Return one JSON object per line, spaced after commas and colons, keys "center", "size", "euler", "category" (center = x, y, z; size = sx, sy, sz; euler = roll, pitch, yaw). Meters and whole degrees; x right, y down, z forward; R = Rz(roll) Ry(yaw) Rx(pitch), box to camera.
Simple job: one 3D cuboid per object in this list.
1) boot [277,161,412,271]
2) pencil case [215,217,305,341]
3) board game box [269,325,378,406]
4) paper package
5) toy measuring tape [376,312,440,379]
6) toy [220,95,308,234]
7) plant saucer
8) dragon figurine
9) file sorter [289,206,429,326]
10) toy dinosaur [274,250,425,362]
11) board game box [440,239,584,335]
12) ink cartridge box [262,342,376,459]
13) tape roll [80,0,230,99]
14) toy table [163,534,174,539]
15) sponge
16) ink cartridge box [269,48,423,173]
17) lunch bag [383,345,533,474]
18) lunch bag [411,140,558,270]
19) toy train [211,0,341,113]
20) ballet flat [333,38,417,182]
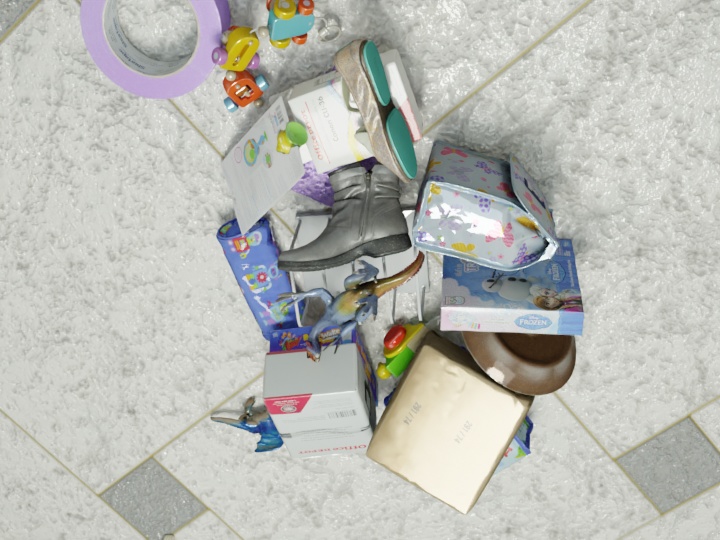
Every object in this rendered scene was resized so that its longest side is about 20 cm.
{"center": [-0.030, -0.075, 1.466], "size": [0.196, 0.070, 0.134], "euler": [-12, 88, -5], "category": "boot"}
{"center": [-0.148, 0.007, 1.616], "size": [0.086, 0.078, 0.203], "euler": [-24, 115, -5], "category": "pencil case"}
{"center": [-0.054, 0.157, 1.656], "size": [0.132, 0.045, 0.201], "euler": [-7, 145, 9], "category": "board game box"}
{"center": [0.133, 0.224, 1.567], "size": [0.188, 0.103, 0.203], "euler": [29, 103, 8], "category": "paper package"}
{"center": [0.096, 0.093, 1.658], "size": [0.074, 0.074, 0.200], "euler": [43, 92, -17], "category": "toy measuring tape"}
{"center": [-0.127, -0.146, 1.486], "size": [0.047, 0.117, 0.200], "euler": [-9, 162, -33], "category": "toy"}
{"center": [0.240, 0.085, 1.546], "size": [0.198, 0.203, 0.037], "euler": [25, 140, -8], "category": "plant saucer"}
{"center": [-0.157, 0.266, 1.767], "size": [0.196, 0.059, 0.101], "euler": [-17, 115, 13], "category": "dragon figurine"}
{"center": [0.000, 0.000, 1.569], "size": [0.196, 0.125, 0.141], "euler": [-3, 119, 7], "category": "file sorter"}
{"center": [-0.014, 0.065, 1.481], "size": [0.196, 0.107, 0.182], "euler": [-10, 162, -21], "category": "toy dinosaur"}
{"center": [0.214, 0.018, 1.511], "size": [0.195, 0.201, 0.044], "euler": [1, 121, 5], "category": "board game box"}
{"center": [-0.058, 0.203, 1.606], "size": [0.142, 0.085, 0.201], "euler": [-7, 145, 7], "category": "ink cartridge box"}
{"center": [-0.281, -0.343, 1.446], "size": [0.196, 0.066, 0.204], "euler": [3, 120, 5], "category": "tape roll"}
{"center": [-0.359, 0.597, 1.936], "size": [0.196, 0.118, 0.187], "euler": [11, 119, -1], "category": "toy table"}
{"center": [-0.023, -0.187, 1.523], "size": [0.110, 0.030, 0.202], "euler": [21, 117, -7], "category": "sponge"}
{"center": [-0.023, -0.212, 1.454], "size": [0.197, 0.068, 0.118], "euler": [-18, 115, 14], "category": "ink cartridge box"}
{"center": [0.157, 0.240, 1.689], "size": [0.169, 0.128, 0.201], "euler": [-35, 99, 21], "category": "lunch bag"}
{"center": [0.180, -0.091, 1.475], "size": [0.196, 0.170, 0.129], "euler": [17, 117, 0], "category": "lunch bag"}
{"center": [-0.131, -0.308, 1.446], "size": [0.198, 0.150, 0.056], "euler": [-34, 66, 14], "category": "toy train"}
{"center": [0.017, -0.207, 1.389], "size": [0.066, 0.068, 0.203], "euler": [-8, 113, 30], "category": "ballet flat"}
